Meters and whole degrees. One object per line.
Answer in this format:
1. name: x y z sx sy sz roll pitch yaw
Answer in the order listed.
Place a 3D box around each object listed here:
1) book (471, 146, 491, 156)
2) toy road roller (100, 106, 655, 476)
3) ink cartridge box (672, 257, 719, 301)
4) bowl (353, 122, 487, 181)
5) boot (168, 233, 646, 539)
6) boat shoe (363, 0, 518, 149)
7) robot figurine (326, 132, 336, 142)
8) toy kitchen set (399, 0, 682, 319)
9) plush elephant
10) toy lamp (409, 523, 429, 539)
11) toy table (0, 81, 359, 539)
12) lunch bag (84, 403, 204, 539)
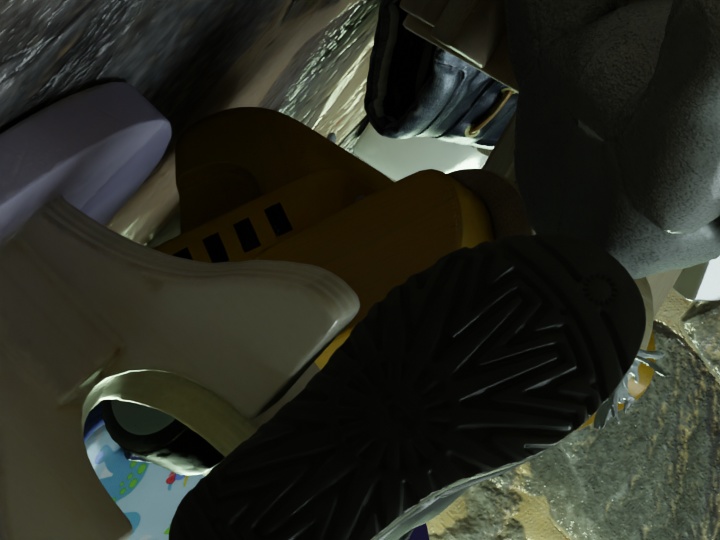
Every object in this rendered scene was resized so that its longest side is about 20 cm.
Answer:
1. book: 0.125 -0.154 1.328 0.200 0.048 0.134 -41 144 -31
2. toy road roller: 0.000 0.000 1.041 0.200 0.146 0.123 -25 145 30
3. ink cartridge box: 0.158 -0.108 1.215 0.083 0.145 0.200 -3 120 -36
4. bowl: 0.103 -0.127 1.476 0.200 0.075 0.200 -44 176 -32
5. boot: 0.006 0.071 0.927 0.182 0.073 0.200 -31 165 -8
6. boat shoe: 0.073 -0.135 1.181 0.091 0.071 0.200 0 125 -36
7. robot figurine: -0.040 0.038 1.268 0.113 0.170 0.200 5 123 -26
8. toy kitchen set: 0.066 -0.116 1.045 0.200 0.163 0.180 -60 153 4
9. plush elephant: 0.138 -0.048 0.910 0.155 0.165 0.200 -11 119 -24
10. toy lamp: -0.060 0.123 1.209 0.200 0.058 0.058 -6 -156 40
11. toy table: -0.092 0.029 0.886 0.200 0.117 0.184 -39 172 -47
12. lunch bag: -0.139 0.118 1.132 0.200 0.082 0.161 -53 156 6
